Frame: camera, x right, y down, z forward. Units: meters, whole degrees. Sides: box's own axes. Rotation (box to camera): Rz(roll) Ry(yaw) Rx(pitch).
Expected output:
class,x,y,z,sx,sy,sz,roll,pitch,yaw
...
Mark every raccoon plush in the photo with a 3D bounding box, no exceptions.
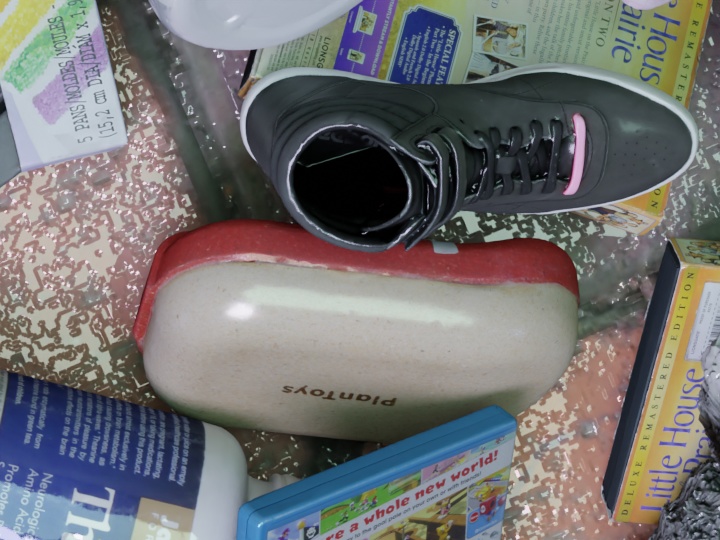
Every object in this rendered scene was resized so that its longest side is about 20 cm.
class,x,y,z,sx,sy,sz,roll,pitch,yaw
raccoon plush,0.136,0.121,1.141,0.134,0.097,0.200,-14,108,8

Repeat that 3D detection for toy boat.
class,x,y,z,sx,sy,sz,roll,pitch,yaw
toy boat,0.000,0.000,1.130,0.200,0.131,0.131,7,61,-11

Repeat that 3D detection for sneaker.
class,x,y,z,sx,sy,sz,roll,pitch,yaw
sneaker,0.049,-0.042,1.052,0.200,0.099,0.071,2,113,-5

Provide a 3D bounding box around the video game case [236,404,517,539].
class,x,y,z,sx,sy,sz,roll,pitch,yaw
video game case,0.001,0.165,1.096,0.143,0.018,0.200,-18,128,-35

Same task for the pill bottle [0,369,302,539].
class,x,y,z,sx,sy,sz,roll,pitch,yaw
pill bottle,-0.116,0.112,1.100,0.200,0.111,0.111,15,89,-11

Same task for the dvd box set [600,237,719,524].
class,x,y,z,sx,sy,sz,roll,pitch,yaw
dvd box set,0.226,0.061,1.177,0.200,0.029,0.146,4,119,-11

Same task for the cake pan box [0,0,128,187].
class,x,y,z,sx,sy,sz,roll,pitch,yaw
cake pan box,-0.213,-0.122,1.107,0.184,0.052,0.200,-13,94,-8

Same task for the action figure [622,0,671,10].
class,x,y,z,sx,sy,sz,roll,pitch,yaw
action figure,0.092,-0.234,1.140,0.200,0.134,0.149,26,126,22

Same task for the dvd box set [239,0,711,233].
class,x,y,z,sx,sy,sz,roll,pitch,yaw
dvd box set,0.058,-0.115,1.142,0.200,0.029,0.146,18,70,-10

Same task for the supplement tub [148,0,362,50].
class,x,y,z,sx,sy,sz,roll,pitch,yaw
supplement tub,-0.066,-0.205,1.067,0.122,0.123,0.200,-23,66,-10
